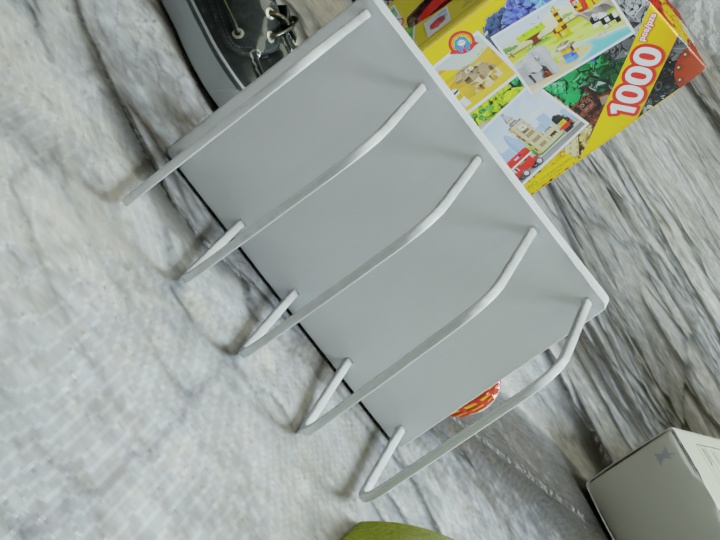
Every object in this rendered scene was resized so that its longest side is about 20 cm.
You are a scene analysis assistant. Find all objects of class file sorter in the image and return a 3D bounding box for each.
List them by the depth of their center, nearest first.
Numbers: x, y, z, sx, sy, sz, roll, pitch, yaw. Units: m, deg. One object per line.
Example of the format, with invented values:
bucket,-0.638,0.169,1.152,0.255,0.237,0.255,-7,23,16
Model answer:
file sorter,0.002,-0.007,1.054,0.200,0.139,0.125,52,21,-6

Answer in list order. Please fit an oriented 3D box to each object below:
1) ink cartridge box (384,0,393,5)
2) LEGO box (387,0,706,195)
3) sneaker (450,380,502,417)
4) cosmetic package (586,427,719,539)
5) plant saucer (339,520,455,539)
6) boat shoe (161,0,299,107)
ink cartridge box,0.001,-0.267,1.656,0.200,0.050,0.161,51,19,4
LEGO box,0.104,-0.141,1.434,0.149,0.200,0.077,41,22,-32
sneaker,0.000,0.000,1.175,0.200,0.073,0.077,55,-4,-11
cosmetic package,0.233,0.170,1.404,0.200,0.071,0.105,20,39,-60
plant saucer,0.047,0.204,0.934,0.200,0.048,0.200,55,19,2
boat shoe,-0.070,-0.144,1.242,0.200,0.057,0.069,60,19,17
